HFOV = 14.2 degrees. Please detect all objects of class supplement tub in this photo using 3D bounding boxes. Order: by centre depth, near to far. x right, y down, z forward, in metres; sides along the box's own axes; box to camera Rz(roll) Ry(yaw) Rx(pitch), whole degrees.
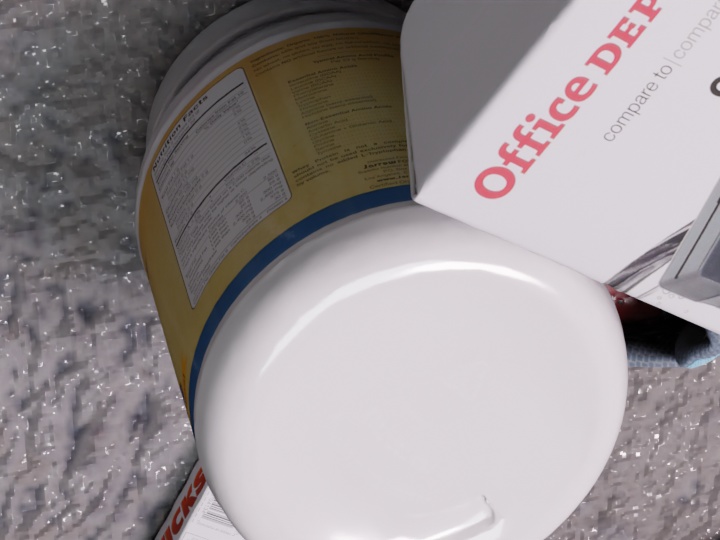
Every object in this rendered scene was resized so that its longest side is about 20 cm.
[{"bbox_3d":[0.000,0.000,0.997,0.144,0.200,0.145,-6,122,-10],"label":"supplement tub"}]

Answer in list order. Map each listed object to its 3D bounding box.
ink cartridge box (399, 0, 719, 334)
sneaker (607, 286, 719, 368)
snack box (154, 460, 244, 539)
[{"bbox_3d":[0.131,-0.057,0.894,0.199,0.085,0.145,22,128,-22],"label":"ink cartridge box"},{"bbox_3d":[0.136,0.003,1.097,0.199,0.096,0.080,-16,124,-5],"label":"sneaker"},{"bbox_3d":[-0.071,0.160,1.182,0.072,0.024,0.201,19,114,-25],"label":"snack box"}]
